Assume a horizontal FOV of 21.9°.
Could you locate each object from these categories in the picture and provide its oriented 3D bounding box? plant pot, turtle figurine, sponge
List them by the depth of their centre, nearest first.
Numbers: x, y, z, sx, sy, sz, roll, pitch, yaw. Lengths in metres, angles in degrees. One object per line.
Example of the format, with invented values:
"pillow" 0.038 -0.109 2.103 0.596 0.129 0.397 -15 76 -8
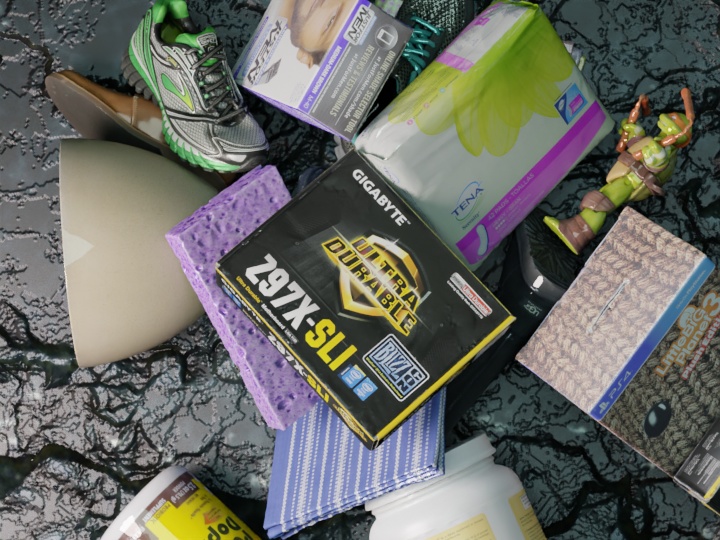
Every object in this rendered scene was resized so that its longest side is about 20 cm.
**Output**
"sponge" -0.076 0.023 1.598 0.111 0.030 0.201 -36 111 -25
"turtle figurine" 0.231 -0.083 1.599 0.161 0.200 0.064 -45 99 5
"plant pot" -0.187 -0.019 1.634 0.134 0.200 0.201 -4 87 -5

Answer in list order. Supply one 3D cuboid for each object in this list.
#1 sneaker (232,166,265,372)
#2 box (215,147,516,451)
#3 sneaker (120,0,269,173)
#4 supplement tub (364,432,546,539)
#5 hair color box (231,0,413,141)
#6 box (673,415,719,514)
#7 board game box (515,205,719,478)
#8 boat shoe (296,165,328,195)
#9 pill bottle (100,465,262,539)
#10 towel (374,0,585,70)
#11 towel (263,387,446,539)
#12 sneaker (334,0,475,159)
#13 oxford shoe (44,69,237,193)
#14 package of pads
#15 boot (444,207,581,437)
"sneaker" -0.092 0.006 1.681 0.091 0.078 0.201 -12 81 15
"box" 0.002 0.023 1.535 0.160 0.049 0.200 -40 79 -14
"sneaker" -0.145 -0.162 1.647 0.200 0.078 0.085 50 135 27
"supplement tub" 0.094 0.257 1.614 0.145 0.145 0.201 -24 85 3
"hair color box" -0.039 -0.187 1.619 0.065 0.200 0.110 29 90 -26
"box" 0.381 0.141 1.592 0.160 0.049 0.200 37 90 -39
"board game box" 0.256 0.071 1.575 0.160 0.200 0.097 -54 45 1
"boat shoe" 0.000 0.000 1.670 0.071 0.091 0.201 -27 120 -35
"pill bottle" -0.128 0.275 1.651 0.200 0.109 0.109 42 91 5
"towel" 0.092 -0.162 1.696 0.199 0.023 0.144 17 90 6
"towel" -0.002 0.145 1.612 0.200 0.024 0.145 -26 43 33
"sneaker" 0.042 -0.176 1.637 0.077 0.091 0.201 26 90 5
"oxford shoe" -0.197 -0.134 1.708 0.199 0.071 0.071 31 63 5
"package of pads" 0.107 -0.119 1.602 0.200 0.068 0.155 -46 123 -11
"boot" 0.110 0.050 1.650 0.066 0.165 0.200 34 113 -5
